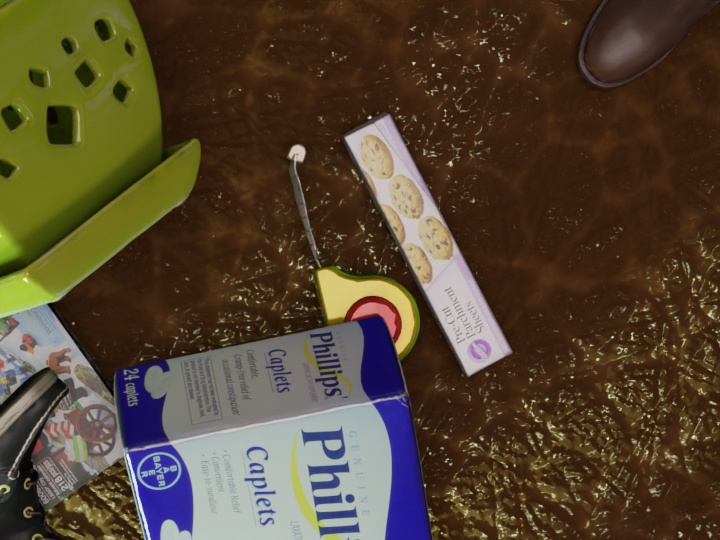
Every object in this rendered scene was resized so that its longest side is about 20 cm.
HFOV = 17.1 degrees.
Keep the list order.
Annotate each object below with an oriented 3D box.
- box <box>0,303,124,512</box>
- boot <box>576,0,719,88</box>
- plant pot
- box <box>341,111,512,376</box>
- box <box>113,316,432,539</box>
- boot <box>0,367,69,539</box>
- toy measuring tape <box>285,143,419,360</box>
[{"bbox_3d":[-0.268,0.081,1.732,0.136,0.038,0.200,-36,95,-2],"label":"box"},{"bbox_3d":[0.237,-0.204,1.677,0.064,0.200,0.186,44,89,-5],"label":"boot"},{"bbox_3d":[-0.240,-0.078,1.626,0.200,0.199,0.182,-41,105,-34],"label":"plant pot"},{"bbox_3d":[0.048,-0.020,1.751,0.041,0.039,0.200,-27,94,-2],"label":"box"},{"bbox_3d":[-0.058,0.152,1.686,0.200,0.105,0.184,-12,120,-4],"label":"box"},{"bbox_3d":[-0.227,0.183,1.683,0.150,0.073,0.200,35,95,-4],"label":"boot"},{"bbox_3d":[0.000,0.000,1.735,0.073,0.074,0.200,-14,94,-4],"label":"toy measuring tape"}]
